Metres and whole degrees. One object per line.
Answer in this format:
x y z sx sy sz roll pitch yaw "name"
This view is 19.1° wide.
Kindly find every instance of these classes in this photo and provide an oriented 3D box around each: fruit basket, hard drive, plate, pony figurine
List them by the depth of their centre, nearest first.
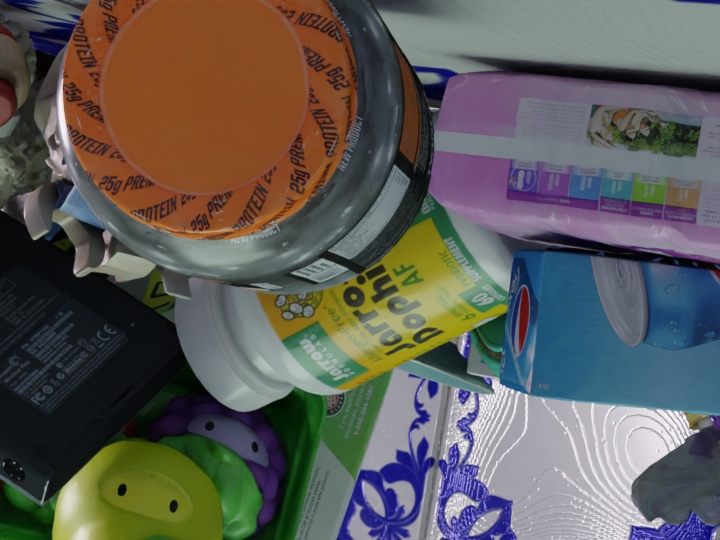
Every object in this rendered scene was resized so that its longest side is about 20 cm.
-0.211 0.027 1.175 0.200 0.033 0.140 33 -136 11 "hard drive"
0.220 0.092 1.186 0.200 0.167 0.193 45 175 -15 "pony figurine"
-0.126 0.116 1.218 0.215 0.156 0.216 14 177 1 "fruit basket"
-0.004 0.039 1.402 0.200 0.026 0.200 20 176 1 "plate"

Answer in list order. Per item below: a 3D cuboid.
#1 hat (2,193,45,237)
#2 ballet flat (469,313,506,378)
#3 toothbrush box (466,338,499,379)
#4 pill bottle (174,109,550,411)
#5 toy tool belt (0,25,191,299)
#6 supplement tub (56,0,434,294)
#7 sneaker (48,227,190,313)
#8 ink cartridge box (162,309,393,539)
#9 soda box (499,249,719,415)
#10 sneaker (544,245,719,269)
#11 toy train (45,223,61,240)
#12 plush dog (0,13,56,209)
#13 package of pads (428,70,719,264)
-0.252 -0.046 1.321 0.200 0.201 0.081 8 -177 31 "hat"
0.079 0.001 1.241 0.067 0.200 0.070 -29 131 9 "ballet flat"
0.178 0.009 1.334 0.200 0.146 0.086 8 179 10 "toothbrush box"
0.000 0.000 1.168 0.200 0.113 0.113 -27 161 25 "pill bottle"
-0.102 -0.050 1.008 0.200 0.123 0.125 7 137 -32 "toy tool belt"
-0.040 -0.055 0.787 0.122 0.123 0.200 9 178 7 "supplement tub"
-0.098 -0.030 1.265 0.076 0.200 0.075 46 -163 -42 "sneaker"
-0.094 0.096 1.376 0.200 0.146 0.084 19 177 2 "ink cartridge box"
0.170 0.033 0.997 0.200 0.068 0.064 6 180 -9 "soda box"
0.175 -0.019 1.059 0.200 0.078 0.070 -8 -141 8 "sneaker"
-0.115 -0.053 1.379 0.087 0.114 0.200 9 178 38 "toy train"
-0.214 -0.074 1.157 0.200 0.161 0.172 8 -159 40 "plush dog"
0.143 -0.042 0.971 0.200 0.076 0.120 8 -179 33 "package of pads"
